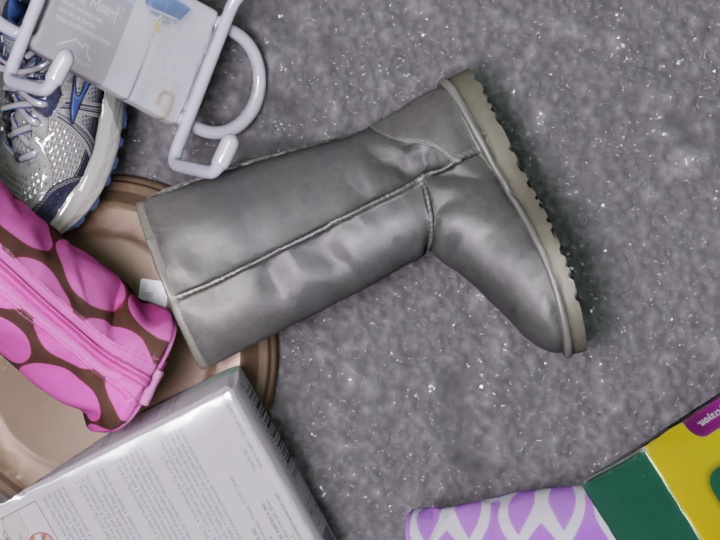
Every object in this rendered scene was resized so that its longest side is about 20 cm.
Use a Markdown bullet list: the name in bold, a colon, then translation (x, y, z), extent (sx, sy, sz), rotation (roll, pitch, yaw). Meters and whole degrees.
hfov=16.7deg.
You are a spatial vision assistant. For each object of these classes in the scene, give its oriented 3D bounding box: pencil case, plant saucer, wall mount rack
- **pencil case**: translation (0.120, 0.154, 1.282), extent (0.199, 0.085, 0.084), rotation (-4, 79, 10)
- **plant saucer**: translation (-0.145, 0.046, 1.363), extent (0.199, 0.029, 0.201), rotation (0, 88, 10)
- **wall mount rack**: translation (-0.098, -0.151, 1.280), extent (0.074, 0.199, 0.175), rotation (12, 79, 51)
- **pencil case**: translation (-0.181, 0.003, 1.268), extent (0.200, 0.094, 0.091), rotation (39, 73, -24)

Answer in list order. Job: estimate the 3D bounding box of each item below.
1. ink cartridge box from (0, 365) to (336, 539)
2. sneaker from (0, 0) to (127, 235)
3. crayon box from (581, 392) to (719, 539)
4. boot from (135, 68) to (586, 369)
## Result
- **ink cartridge box**: translation (-0.115, 0.168, 1.330), extent (0.199, 0.050, 0.162), rotation (-27, 99, 11)
- **sneaker**: translation (-0.169, -0.108, 1.330), extent (0.077, 0.085, 0.201), rotation (21, 87, 44)
- **crayon box**: translation (0.229, 0.132, 1.212), extent (0.058, 0.200, 0.173), rotation (-38, 81, 49)
- **boot**: translation (0.001, 0.002, 1.299), extent (0.199, 0.073, 0.182), rotation (-25, 71, -7)
